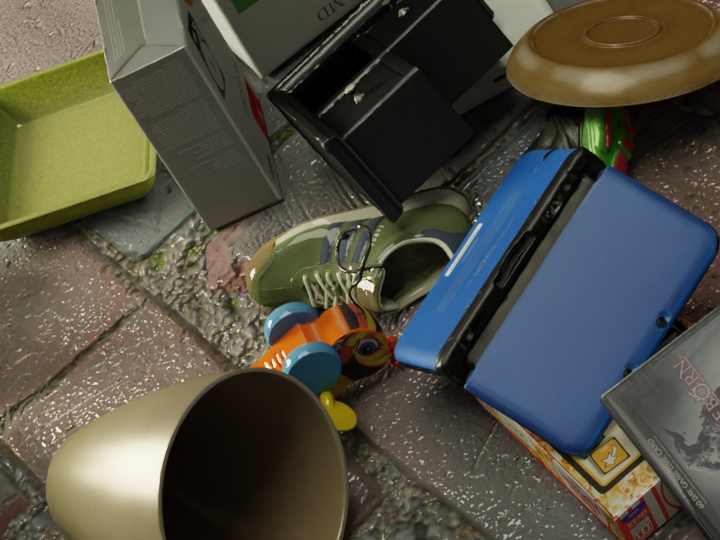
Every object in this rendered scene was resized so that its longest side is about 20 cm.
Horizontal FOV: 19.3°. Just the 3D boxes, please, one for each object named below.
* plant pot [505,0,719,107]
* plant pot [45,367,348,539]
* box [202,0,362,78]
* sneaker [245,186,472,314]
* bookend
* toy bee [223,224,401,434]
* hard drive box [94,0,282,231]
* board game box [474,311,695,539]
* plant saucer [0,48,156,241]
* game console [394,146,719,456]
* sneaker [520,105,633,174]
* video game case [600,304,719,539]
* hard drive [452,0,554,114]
[{"bbox_3d":[0.217,-0.188,1.747,0.199,0.028,0.200,-8,26,4],"label":"plant pot"},{"bbox_3d":[-0.143,0.166,1.606,0.199,0.187,0.188,-2,50,46],"label":"plant pot"},{"bbox_3d":[-0.097,-0.333,2.000,0.199,0.172,0.200,-39,45,-7],"label":"box"},{"bbox_3d":[0.000,0.000,1.730,0.199,0.067,0.090,-19,40,9],"label":"sneaker"},{"bbox_3d":[0.042,-0.161,1.751,0.199,0.092,0.200,-43,23,0],"label":"bookend"},{"bbox_3d":[-0.019,0.072,1.672,0.200,0.108,0.132,-34,47,35],"label":"toy bee"},{"bbox_3d":[-0.153,-0.161,1.861,0.076,0.200,0.156,-23,45,8],"label":"hard drive box"},{"bbox_3d":[0.190,0.091,1.562,0.151,0.046,0.200,-38,45,-7],"label":"board game box"},{"bbox_3d":[-0.270,-0.115,1.994,0.199,0.048,0.201,-18,46,15],"label":"plant saucer"},{"bbox_3d":[0.143,0.021,1.583,0.201,0.118,0.171,-55,16,-9],"label":"game console"},{"bbox_3d":[0.167,-0.060,1.700,0.083,0.077,0.201,-18,40,38],"label":"sneaker"},{"bbox_3d":[0.288,0.086,1.477,0.200,0.019,0.143,-36,78,-8],"label":"video game case"},{"bbox_3d":[0.098,-0.231,1.908,0.131,0.027,0.201,-28,44,4],"label":"hard drive"}]
